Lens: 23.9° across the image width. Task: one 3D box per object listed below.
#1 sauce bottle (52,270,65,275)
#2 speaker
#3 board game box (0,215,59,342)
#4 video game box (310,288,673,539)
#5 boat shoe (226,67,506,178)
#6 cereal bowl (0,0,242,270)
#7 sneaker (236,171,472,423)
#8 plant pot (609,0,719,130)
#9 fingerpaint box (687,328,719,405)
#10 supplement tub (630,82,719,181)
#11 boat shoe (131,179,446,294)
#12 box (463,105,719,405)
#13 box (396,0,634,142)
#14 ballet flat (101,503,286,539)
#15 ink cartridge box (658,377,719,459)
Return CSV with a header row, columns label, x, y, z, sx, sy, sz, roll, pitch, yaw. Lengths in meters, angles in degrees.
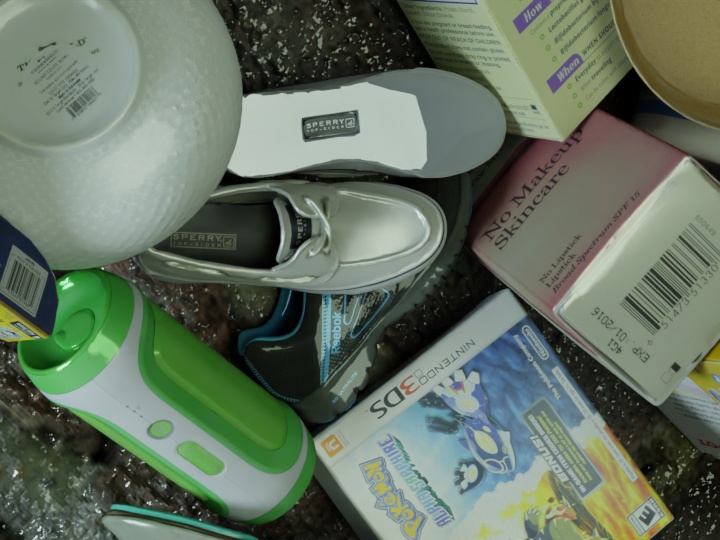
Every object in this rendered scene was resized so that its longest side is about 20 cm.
label,x,y,z,sx,sy,sz,roll,pitch,yaw
sauce bottle,-0.174,-0.046,1.008,0.066,0.066,0.200,39,79,-27
speaker,-0.114,0.079,1.031,0.200,0.088,0.088,43,78,-40
board game box,-0.293,-0.026,0.900,0.200,0.200,0.062,45,48,-48
video game box,0.085,0.143,1.149,0.182,0.047,0.200,-37,91,-17
boat shoe,-0.008,-0.090,1.085,0.200,0.070,0.071,-8,99,-18
cereal bowl,-0.166,-0.104,0.945,0.200,0.083,0.200,1,80,-3
sneaker,0.000,0.000,1.105,0.082,0.073,0.200,38,78,-23
plant pot,0.243,-0.189,1.094,0.200,0.027,0.200,-2,97,-20
fingerpaint box,0.316,0.043,1.113,0.200,0.073,0.167,40,73,-27
supplement tub,0.278,-0.162,1.192,0.132,0.132,0.200,21,88,-29
boat shoe,-0.043,-0.025,1.044,0.200,0.066,0.072,3,85,-5
box,0.156,-0.023,1.100,0.109,0.200,0.128,40,92,-27
box,0.111,-0.217,1.097,0.176,0.097,0.200,-46,122,-19
ballet flat,-0.065,0.190,1.055,0.200,0.067,0.064,12,78,-15
ink cartridge box,0.256,0.055,1.206,0.200,0.145,0.084,43,74,-27
